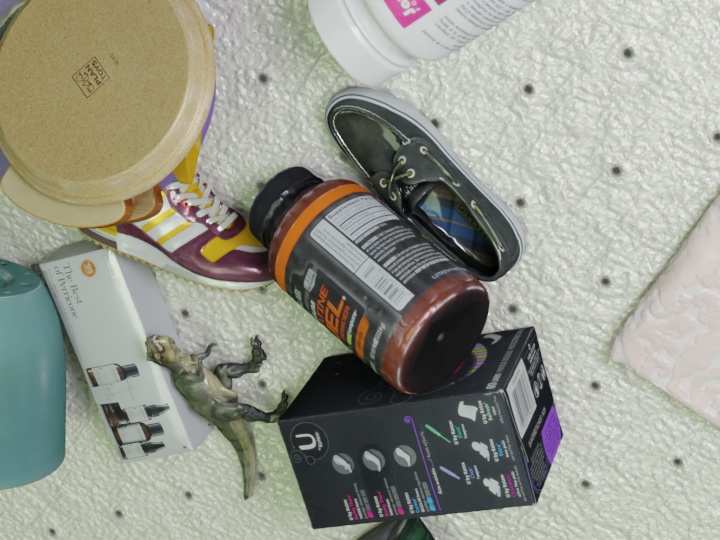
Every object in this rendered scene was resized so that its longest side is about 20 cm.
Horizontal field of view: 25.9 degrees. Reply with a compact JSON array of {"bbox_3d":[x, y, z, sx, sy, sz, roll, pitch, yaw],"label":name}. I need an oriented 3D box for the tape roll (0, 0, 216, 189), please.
[{"bbox_3d":[-0.221,-0.151,1.251,0.198,0.085,0.202,0,91,13],"label":"tape roll"}]

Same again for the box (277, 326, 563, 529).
[{"bbox_3d":[0.051,0.129,1.286,0.198,0.122,0.107,-10,109,23],"label":"box"}]

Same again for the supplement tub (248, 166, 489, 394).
[{"bbox_3d":[0.000,0.000,1.234,0.200,0.106,0.108,40,123,30],"label":"supplement tub"}]

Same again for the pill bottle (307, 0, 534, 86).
[{"bbox_3d":[0.065,-0.224,1.136,0.199,0.113,0.114,-30,99,28],"label":"pill bottle"}]

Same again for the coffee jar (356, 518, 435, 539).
[{"bbox_3d":[0.065,0.319,1.383,0.104,0.085,0.200,-36,97,29],"label":"coffee jar"}]

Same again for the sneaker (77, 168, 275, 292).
[{"bbox_3d":[-0.146,-0.049,1.311,0.198,0.075,0.091,16,117,11],"label":"sneaker"}]

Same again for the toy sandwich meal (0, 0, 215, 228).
[{"bbox_3d":[-0.187,-0.129,1.171,0.203,0.070,0.207,-3,80,17],"label":"toy sandwich meal"}]

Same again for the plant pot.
[{"bbox_3d":[-0.349,0.078,1.377,0.199,0.200,0.163,14,106,14],"label":"plant pot"}]

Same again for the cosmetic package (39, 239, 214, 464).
[{"bbox_3d":[-0.207,0.069,1.396,0.082,0.051,0.202,-13,107,23],"label":"cosmetic package"}]

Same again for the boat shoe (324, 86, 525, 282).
[{"bbox_3d":[0.049,-0.069,1.240,0.200,0.057,0.069,40,119,0],"label":"boat shoe"}]

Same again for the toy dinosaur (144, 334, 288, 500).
[{"bbox_3d":[-0.112,0.112,1.380,0.088,0.048,0.201,-25,120,11],"label":"toy dinosaur"}]

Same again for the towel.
[{"bbox_3d":[0.319,0.043,1.205,0.190,0.032,0.201,34,118,4],"label":"towel"}]
